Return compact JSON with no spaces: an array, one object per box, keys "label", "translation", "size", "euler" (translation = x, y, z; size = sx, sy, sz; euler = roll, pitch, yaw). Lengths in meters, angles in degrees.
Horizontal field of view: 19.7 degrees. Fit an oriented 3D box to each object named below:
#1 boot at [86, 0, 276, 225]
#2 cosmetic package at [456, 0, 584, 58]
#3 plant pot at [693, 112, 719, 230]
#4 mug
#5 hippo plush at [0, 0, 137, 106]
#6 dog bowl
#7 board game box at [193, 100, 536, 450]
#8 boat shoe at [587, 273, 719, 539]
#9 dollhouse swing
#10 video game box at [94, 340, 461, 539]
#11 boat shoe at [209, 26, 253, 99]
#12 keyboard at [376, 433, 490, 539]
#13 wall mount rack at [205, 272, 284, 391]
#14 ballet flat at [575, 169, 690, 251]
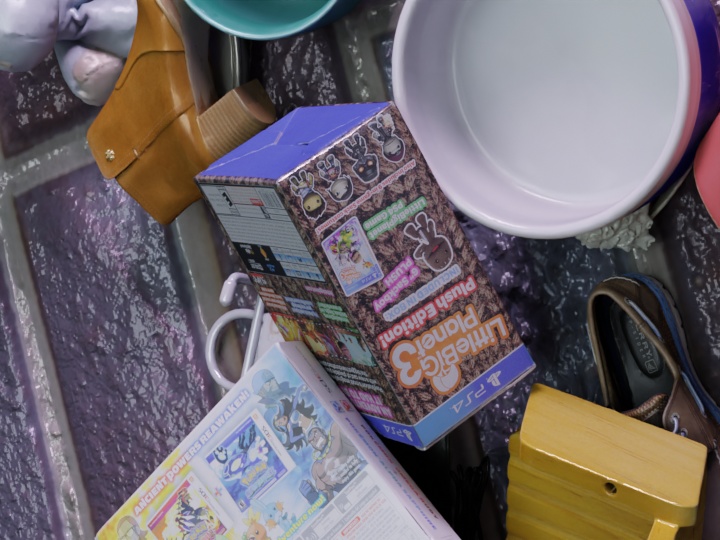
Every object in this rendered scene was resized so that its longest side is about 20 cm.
[{"label":"boot","translation":[-0.160,-0.145,1.525],"size":[0.144,0.071,0.202],"euler":[-36,82,32]},{"label":"cosmetic package","translation":[0.102,-0.250,1.399],"size":[0.103,0.087,0.202],"euler":[-16,84,31]},{"label":"plant pot","translation":[0.304,-0.084,1.226],"size":[0.177,0.200,0.201],"euler":[-49,67,34]},{"label":"mug","translation":[-0.061,-0.259,1.470],"size":[0.151,0.114,0.186],"euler":[-23,93,21]},{"label":"hippo plush","translation":[-0.250,-0.227,1.577],"size":[0.200,0.160,0.160],"euler":[39,110,25]},{"label":"dog bowl","translation":[0.124,-0.124,1.301],"size":[0.199,0.079,0.202],"euler":[6,103,27]},{"label":"board game box","translation":[0.000,0.000,1.364],"size":[0.201,0.097,0.159],"euler":[61,161,-16]},{"label":"boat shoe","translation":[0.194,0.099,1.358],"size":[0.072,0.072,0.201],"euler":[-32,75,28]},{"label":"dollhouse swing","translation":[0.130,0.219,1.303],"size":[0.181,0.176,0.201],"euler":[19,127,30]},{"label":"video game box","translation":[-0.057,0.180,1.373],"size":[0.200,0.047,0.182],"euler":[-46,73,19]},{"label":"boat shoe","translation":[-0.112,-0.210,1.561],"size":[0.066,0.057,0.202],"euler":[-15,88,34]},{"label":"keyboard","translation":[0.041,0.194,1.464],"size":[0.103,0.040,0.202],"euler":[0,95,7]},{"label":"wall mount rack","translation":[-0.055,0.099,1.506],"size":[0.199,0.074,0.175],"euler":[12,90,32]},{"label":"ballet flat","translation":[0.198,-0.104,1.366],"size":[0.071,0.072,0.201],"euler":[28,108,28]}]
